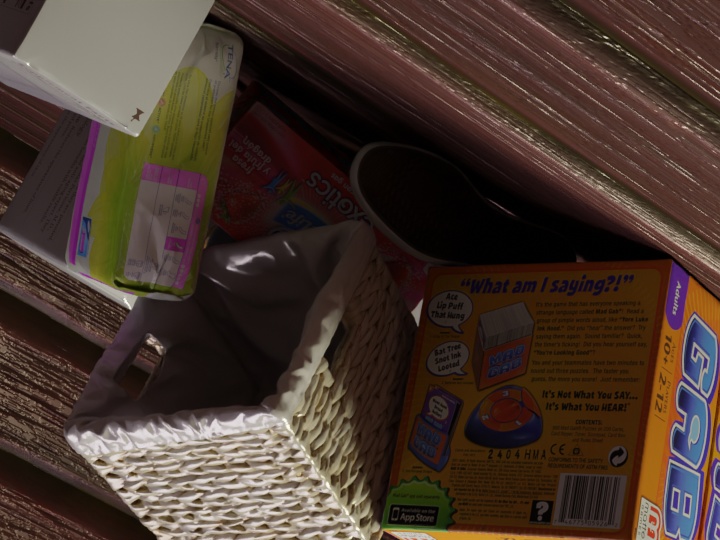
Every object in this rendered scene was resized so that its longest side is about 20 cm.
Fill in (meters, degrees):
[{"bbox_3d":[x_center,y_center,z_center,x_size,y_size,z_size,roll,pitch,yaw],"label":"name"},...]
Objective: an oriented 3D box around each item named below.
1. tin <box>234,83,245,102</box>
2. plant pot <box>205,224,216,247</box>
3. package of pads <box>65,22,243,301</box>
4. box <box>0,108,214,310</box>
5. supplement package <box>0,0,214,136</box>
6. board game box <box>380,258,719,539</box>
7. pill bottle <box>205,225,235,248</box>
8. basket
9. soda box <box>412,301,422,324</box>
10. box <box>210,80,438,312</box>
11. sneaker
[{"bbox_3d":[-0.155,-0.163,1.686,0.112,0.042,0.200,31,176,27],"label":"tin"},{"bbox_3d":[-0.081,0.000,1.889,0.200,0.200,0.028,34,-161,-48],"label":"plant pot"},{"bbox_3d":[-0.152,-0.084,1.512,0.068,0.201,0.154,11,-178,-23],"label":"package of pads"},{"bbox_3d":[-0.190,-0.065,1.920,0.130,0.201,0.199,26,174,45],"label":"box"},{"bbox_3d":[-0.208,-0.179,1.395,0.114,0.110,0.200,33,174,-38],"label":"supplement package"},{"bbox_3d":[0.163,0.122,1.501,0.199,0.201,0.200,-2,158,34],"label":"board game box"},{"bbox_3d":[-0.041,0.014,1.818,0.112,0.112,0.200,24,178,43],"label":"pill bottle"},{"bbox_3d":[-0.073,0.094,1.515,0.199,0.199,0.161,-8,128,32],"label":"basket"},{"bbox_3d":[0.000,0.000,1.707,0.200,0.068,0.063,51,-172,-11],"label":"soda box"},{"bbox_3d":[-0.036,-0.044,1.608,0.200,0.095,0.103,40,-171,-13],"label":"box"},{"bbox_3d":[0.062,-0.034,1.548,0.199,0.073,0.085,30,172,-27],"label":"sneaker"}]
